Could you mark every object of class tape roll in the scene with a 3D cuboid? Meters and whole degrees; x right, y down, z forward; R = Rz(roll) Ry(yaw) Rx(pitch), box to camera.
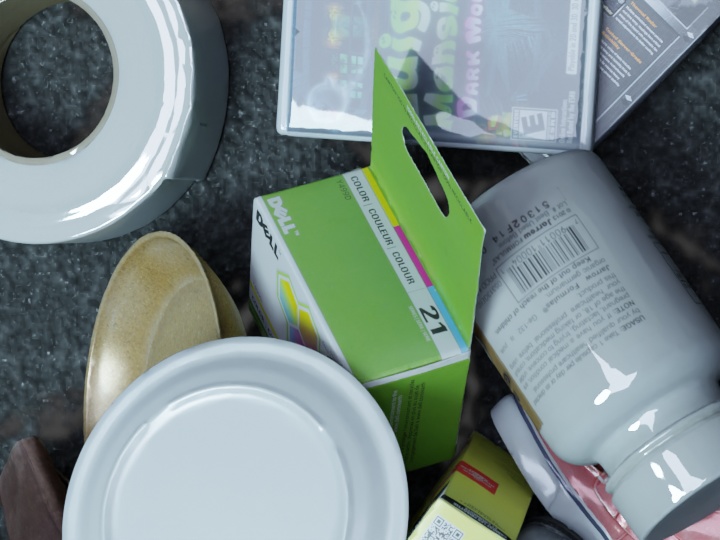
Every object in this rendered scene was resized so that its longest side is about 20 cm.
[{"bbox_3d":[-0.182,-0.115,1.668,0.202,0.071,0.203,0,91,15],"label":"tape roll"}]

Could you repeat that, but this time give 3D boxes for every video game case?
[{"bbox_3d":[0.047,-0.170,1.564,0.181,0.023,0.201,5,97,10],"label":"video game case"}]

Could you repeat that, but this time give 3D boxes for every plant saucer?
[{"bbox_3d":[-0.108,0.078,1.620,0.035,0.200,0.201,4,93,-27],"label":"plant saucer"}]

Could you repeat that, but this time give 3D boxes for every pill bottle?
[{"bbox_3d":[0.136,0.044,1.523,0.114,0.114,0.200,-37,72,13],"label":"pill bottle"}]

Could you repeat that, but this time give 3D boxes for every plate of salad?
[{"bbox_3d":[-0.066,0.135,1.488,0.200,0.048,0.201,-5,73,18],"label":"plate of salad"}]

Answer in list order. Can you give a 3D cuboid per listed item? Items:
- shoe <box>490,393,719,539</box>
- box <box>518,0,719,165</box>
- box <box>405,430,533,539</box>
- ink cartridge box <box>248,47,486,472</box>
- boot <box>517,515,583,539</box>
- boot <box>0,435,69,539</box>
[{"bbox_3d":[0.167,0.132,1.583,0.091,0.071,0.200,-39,87,11],"label":"shoe"},{"bbox_3d":[0.097,-0.174,1.592,0.200,0.048,0.158,44,101,3],"label":"box"},{"bbox_3d":[0.054,0.146,1.541,0.050,0.200,0.075,35,101,3],"label":"box"},{"bbox_3d":[0.000,0.000,1.533,0.076,0.200,0.148,-16,54,-17],"label":"ink cartridge box"},{"bbox_3d":[0.059,0.240,1.554,0.070,0.132,0.200,31,118,15],"label":"boot"},{"bbox_3d":[-0.171,0.174,1.606,0.072,0.200,0.167,-19,75,-18],"label":"boot"}]
